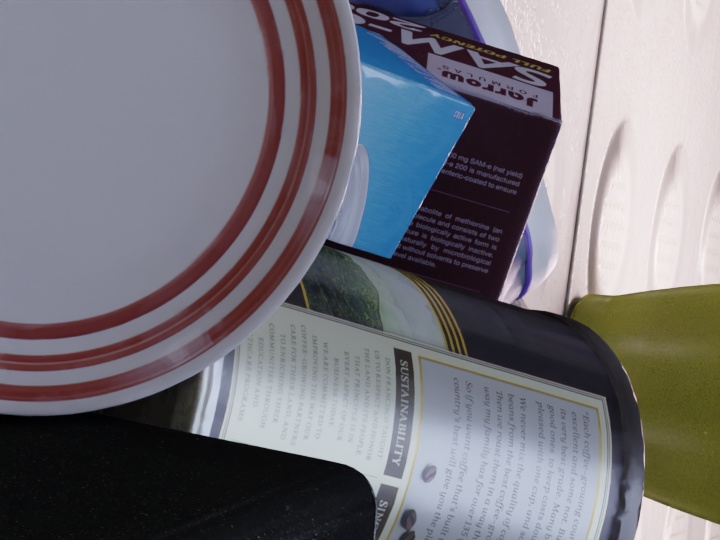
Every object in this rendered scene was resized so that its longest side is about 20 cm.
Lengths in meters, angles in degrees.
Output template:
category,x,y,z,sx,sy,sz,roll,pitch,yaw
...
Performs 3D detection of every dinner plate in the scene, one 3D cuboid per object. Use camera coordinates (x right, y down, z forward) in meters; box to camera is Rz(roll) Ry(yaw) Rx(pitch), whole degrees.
category,x,y,z,sx,sy,sz,roll,pitch,yaw
dinner plate,-0.098,-0.054,0.883,0.024,0.199,0.201,-145,-121,-73

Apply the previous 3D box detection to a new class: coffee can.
category,x,y,z,sx,sy,sz,roll,pitch,yaw
coffee can,-0.018,0.064,1.018,0.200,0.146,0.147,17,78,-36

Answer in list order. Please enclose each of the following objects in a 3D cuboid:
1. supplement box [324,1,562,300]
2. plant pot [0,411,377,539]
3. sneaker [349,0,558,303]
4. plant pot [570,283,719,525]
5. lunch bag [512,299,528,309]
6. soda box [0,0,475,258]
category,x,y,z,sx,sy,sz,roll,pitch,yaw
supplement box,0.000,0.000,1.141,0.061,0.109,0.200,-84,-168,-63
plant pot,-0.132,0.151,0.850,0.177,0.199,0.200,-8,106,-59
sneaker,-0.003,-0.048,1.209,0.146,0.080,0.201,-30,112,-29
plant pot,0.245,0.094,2.056,0.200,0.192,0.201,7,90,-74
lunch bag,0.010,0.062,1.368,0.200,0.139,0.168,-32,106,-70
soda box,-0.057,-0.066,0.985,0.200,0.064,0.068,17,107,-44
